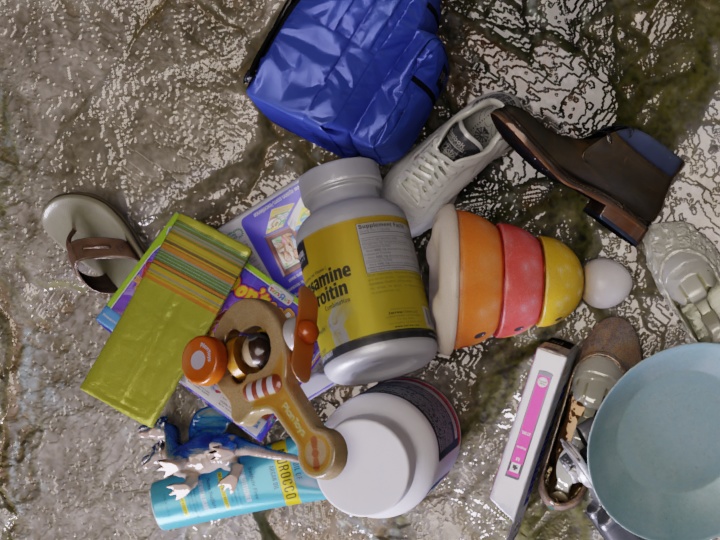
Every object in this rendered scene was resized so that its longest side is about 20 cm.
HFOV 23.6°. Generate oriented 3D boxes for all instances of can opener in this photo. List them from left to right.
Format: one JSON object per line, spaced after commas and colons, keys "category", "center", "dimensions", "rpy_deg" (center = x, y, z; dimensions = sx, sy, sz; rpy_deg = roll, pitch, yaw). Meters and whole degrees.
{"category": "can opener", "center": [0.254, 0.228, 1.649], "dimensions": [0.067, 0.053, 0.200], "rpy_deg": [-36, 113, -3]}

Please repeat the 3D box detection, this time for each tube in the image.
{"category": "tube", "center": [-0.116, 0.219, 1.778], "dimensions": [0.199, 0.050, 0.078], "rpy_deg": [-16, 92, 8]}

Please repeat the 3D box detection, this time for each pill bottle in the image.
{"category": "pill bottle", "center": [0.000, 0.000, 1.648], "dimensions": [0.111, 0.112, 0.201], "rpy_deg": [-18, 73, 14]}
{"category": "pill bottle", "center": [0.024, 0.172, 1.659], "dimensions": [0.119, 0.200, 0.120], "rpy_deg": [1, 93, 13]}

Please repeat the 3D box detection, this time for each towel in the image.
{"category": "towel", "center": [-0.188, 0.047, 1.680], "dimensions": [0.086, 0.018, 0.201], "rpy_deg": [27, 80, 13]}

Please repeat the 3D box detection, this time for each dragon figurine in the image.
{"category": "dragon figurine", "center": [-0.146, 0.175, 1.748], "dimensions": [0.199, 0.100, 0.059], "rpy_deg": [-15, 120, 18]}

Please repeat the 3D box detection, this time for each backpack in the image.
{"category": "backpack", "center": [0.006, -0.215, 1.667], "dimensions": [0.167, 0.163, 0.201], "rpy_deg": [27, 87, 5]}

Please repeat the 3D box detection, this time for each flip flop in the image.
{"category": "flip flop", "center": [-0.259, -0.003, 1.773], "dimensions": [0.200, 0.057, 0.081], "rpy_deg": [47, 127, 15]}

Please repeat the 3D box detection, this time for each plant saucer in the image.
{"category": "plant saucer", "center": [0.303, 0.156, 1.607], "dimensions": [0.200, 0.039, 0.202], "rpy_deg": [-3, 108, -8]}

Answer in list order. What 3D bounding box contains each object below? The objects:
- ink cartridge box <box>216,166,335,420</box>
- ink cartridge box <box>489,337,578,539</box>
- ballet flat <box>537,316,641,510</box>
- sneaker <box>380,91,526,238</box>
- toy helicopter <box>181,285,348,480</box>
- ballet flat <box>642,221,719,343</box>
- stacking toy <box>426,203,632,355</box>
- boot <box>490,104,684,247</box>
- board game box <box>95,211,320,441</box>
{"category": "ink cartridge box", "center": [-0.072, 0.030, 1.754], "dimensions": [0.197, 0.043, 0.201], "rpy_deg": [-31, 84, 14]}
{"category": "ink cartridge box", "center": [0.164, 0.167, 1.680], "dimensions": [0.037, 0.095, 0.201], "rpy_deg": [16, 97, 12]}
{"category": "ballet flat", "center": [0.224, 0.144, 1.679], "dimensions": [0.068, 0.067, 0.201], "rpy_deg": [18, 97, 13]}
{"category": "sneaker", "center": [0.077, -0.103, 1.694], "dimensions": [0.076, 0.080, 0.200], "rpy_deg": [46, 103, 5]}
{"category": "toy helicopter", "center": [-0.066, 0.104, 1.582], "dimensions": [0.132, 0.079, 0.200], "rpy_deg": [-48, 58, 18]}
{"category": "ballet flat", "center": [0.335, 0.039, 1.648], "dimensions": [0.072, 0.072, 0.201], "rpy_deg": [-30, 85, 13]}
{"category": "stacking toy", "center": [0.165, 0.010, 1.668], "dimensions": [0.199, 0.146, 0.147], "rpy_deg": [1, 94, -2]}
{"category": "boot", "center": [0.218, -0.118, 1.646], "dimensions": [0.200, 0.075, 0.097], "rpy_deg": [38, 90, -22]}
{"category": "board game box", "center": [-0.141, 0.055, 1.707], "dimensions": [0.199, 0.045, 0.135], "rpy_deg": [34, 81, 9]}
